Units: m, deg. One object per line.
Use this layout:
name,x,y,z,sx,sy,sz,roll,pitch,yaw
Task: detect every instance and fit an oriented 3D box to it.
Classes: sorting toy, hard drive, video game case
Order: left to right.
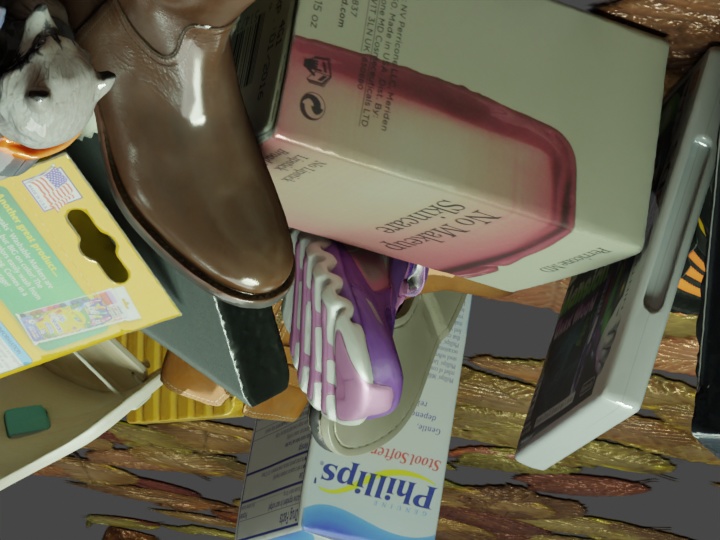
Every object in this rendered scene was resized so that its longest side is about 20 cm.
sorting toy,-0.251,0.065,1.299,0.200,0.180,0.107,43,141,5
hard drive,-0.112,-0.022,1.153,0.033,0.141,0.200,-27,-152,-23
video game case,0.133,0.000,1.087,0.023,0.183,0.200,20,165,-2

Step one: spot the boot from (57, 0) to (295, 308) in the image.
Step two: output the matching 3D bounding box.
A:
boot,-0.048,-0.095,0.845,0.064,0.187,0.200,-32,177,-35

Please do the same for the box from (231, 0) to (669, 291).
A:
box,0.027,-0.073,1.018,0.198,0.110,0.128,16,164,-24

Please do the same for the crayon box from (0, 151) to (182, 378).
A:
crayon box,-0.207,-0.002,1.117,0.198,0.052,0.126,-18,131,16

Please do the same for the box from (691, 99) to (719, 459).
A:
box,0.243,0.007,1.014,0.116,0.199,0.200,1,164,24

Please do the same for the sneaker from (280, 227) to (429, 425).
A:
sneaker,0.000,0.000,1.110,0.088,0.201,0.081,-1,126,-15

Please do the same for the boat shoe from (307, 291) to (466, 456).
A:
boat shoe,0.007,0.046,1.358,0.062,0.200,0.073,1,127,30

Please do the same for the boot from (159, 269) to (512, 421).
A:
boot,-0.012,0.024,1.241,0.198,0.156,0.077,14,-159,-16

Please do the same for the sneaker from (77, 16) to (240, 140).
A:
sneaker,-0.140,-0.125,1.028,0.099,0.070,0.199,25,156,-27

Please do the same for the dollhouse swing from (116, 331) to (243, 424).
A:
dollhouse swing,-0.175,-0.001,1.345,0.175,0.184,0.199,6,171,-38

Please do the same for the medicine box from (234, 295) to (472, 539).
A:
medicine box,-0.008,0.110,1.560,0.102,0.202,0.182,13,166,-15

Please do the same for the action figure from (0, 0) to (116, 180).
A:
action figure,-0.163,-0.117,0.903,0.104,0.201,0.193,12,-162,-44

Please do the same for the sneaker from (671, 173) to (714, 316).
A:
sneaker,0.181,-0.012,1.183,0.089,0.071,0.200,-19,163,8
